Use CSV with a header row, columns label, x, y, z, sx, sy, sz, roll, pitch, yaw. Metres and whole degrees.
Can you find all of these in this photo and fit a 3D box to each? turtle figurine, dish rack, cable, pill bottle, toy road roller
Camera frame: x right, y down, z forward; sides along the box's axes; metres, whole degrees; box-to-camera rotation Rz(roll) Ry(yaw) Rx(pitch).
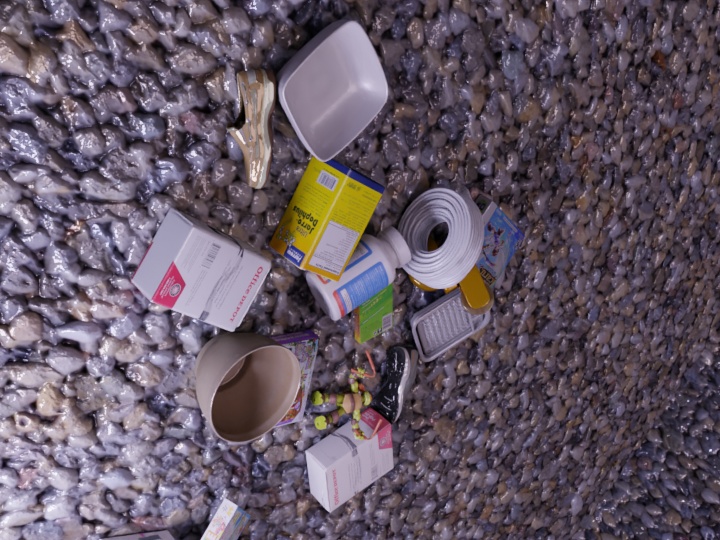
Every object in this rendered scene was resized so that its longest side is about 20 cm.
label,x,y,z,sx,sy,sz,roll,pitch,yaw
turtle figurine,-0.032,0.281,1.974,0.159,0.064,0.204,-7,101,-37
dish rack,0.203,0.110,2.080,0.198,0.044,0.173,-32,141,-9
cable,0.162,-0.068,1.840,0.200,0.202,0.069,-43,141,19
pill bottle,0.000,0.000,1.776,0.198,0.112,0.113,-33,134,-15
toy road roller,0.188,0.019,1.940,0.144,0.203,0.123,-27,175,3

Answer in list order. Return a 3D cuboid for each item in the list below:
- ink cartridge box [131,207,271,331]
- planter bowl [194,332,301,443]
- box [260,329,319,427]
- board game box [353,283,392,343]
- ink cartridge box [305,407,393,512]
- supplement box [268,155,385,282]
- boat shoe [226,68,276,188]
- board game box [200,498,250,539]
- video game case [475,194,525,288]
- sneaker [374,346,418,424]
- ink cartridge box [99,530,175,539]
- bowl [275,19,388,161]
label,x,y,z,sx,sy,sz,roll,pitch,yaw
ink cartridge box,-0.270,0.002,1.549,0.199,0.083,0.147,27,94,-50
planter bowl,-0.228,0.199,1.675,0.198,0.134,0.203,-23,129,-33
box,-0.163,0.225,1.827,0.135,0.039,0.203,-8,119,-42
board game box,0.027,0.052,1.915,0.095,0.030,0.203,-24,131,-32
ink cartridge box,-0.023,0.432,2.060,0.198,0.082,0.149,-28,132,-30
supplement box,-0.063,-0.100,1.670,0.108,0.109,0.202,22,98,-48
boat shoe,-0.189,-0.236,1.504,0.075,0.072,0.204,-5,112,-25
board game box,-0.303,0.576,1.844,0.202,0.034,0.135,-60,164,-18
video game case,0.284,-0.051,2.088,0.183,0.045,0.199,-56,139,0
sneaker,0.091,0.268,2.080,0.079,0.073,0.203,-8,119,-47
ink cartridge box,-0.429,0.584,1.769,0.198,0.067,0.119,9,108,-47
bowl,-0.057,-0.318,1.566,0.200,0.074,0.201,-45,137,-13
